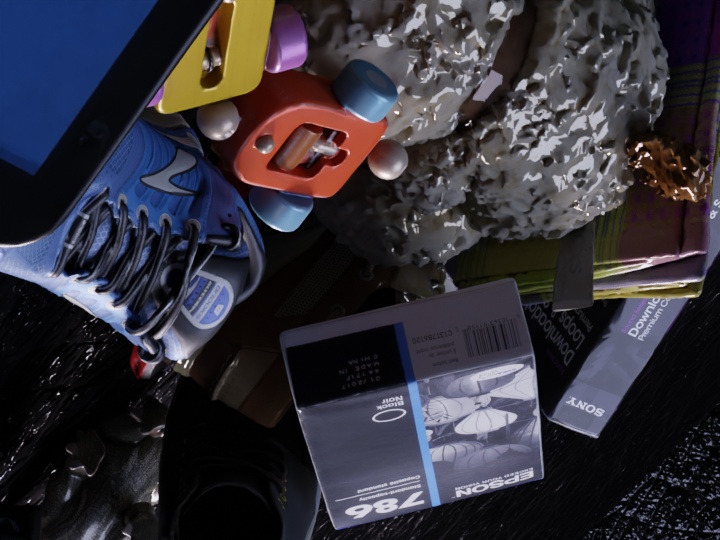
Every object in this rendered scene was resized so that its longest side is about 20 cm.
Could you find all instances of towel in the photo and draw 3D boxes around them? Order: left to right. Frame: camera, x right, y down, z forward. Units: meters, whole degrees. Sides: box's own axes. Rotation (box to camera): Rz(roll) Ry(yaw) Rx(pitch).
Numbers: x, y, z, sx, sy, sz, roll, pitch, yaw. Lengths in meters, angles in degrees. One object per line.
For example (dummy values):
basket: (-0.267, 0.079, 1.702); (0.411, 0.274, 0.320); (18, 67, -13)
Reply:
towel: (0.104, -0.081, 1.179); (0.143, 0.023, 0.201); (-9, -114, 48)

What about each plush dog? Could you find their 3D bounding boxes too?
plush dog: (0.037, -0.084, 1.089); (0.171, 0.160, 0.201); (22, 103, -39)

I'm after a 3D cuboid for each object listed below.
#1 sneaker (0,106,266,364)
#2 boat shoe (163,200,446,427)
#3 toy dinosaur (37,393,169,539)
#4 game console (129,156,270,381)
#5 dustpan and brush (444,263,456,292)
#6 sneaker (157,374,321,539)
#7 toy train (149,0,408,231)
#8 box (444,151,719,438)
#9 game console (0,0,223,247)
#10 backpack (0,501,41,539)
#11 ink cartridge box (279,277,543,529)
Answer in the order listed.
sneaker: (-0.081, -0.018, 0.991); (0.079, 0.089, 0.200); (-51, 165, 12)
boat shoe: (0.000, 0.000, 1.232); (0.200, 0.074, 0.076); (-40, 168, -29)
toy dinosaur: (-0.112, 0.097, 1.315); (0.102, 0.077, 0.200); (-32, -161, 55)
game console: (-0.015, -0.045, 1.274); (0.200, 0.031, 0.177); (-38, 163, -39)
dustpan and brush: (0.002, 0.034, 1.387); (0.139, 0.058, 0.200); (-21, 171, 14)
sneaker: (-0.050, 0.088, 1.207); (0.106, 0.074, 0.201); (101, -7, -55)
toy train: (-0.013, -0.105, 0.971); (0.150, 0.056, 0.200); (4, 132, -44)
box: (0.121, -0.043, 1.248); (0.201, 0.036, 0.143); (-57, -150, 15)
game console: (-0.097, -0.105, 0.607); (0.200, 0.119, 0.172); (-53, 167, 17)
backpack: (-0.186, 0.196, 1.149); (0.183, 0.147, 0.200); (-52, 165, 4)
ink cartridge box: (0.026, 0.065, 1.183); (0.099, 0.039, 0.200); (-14, 158, 1)
